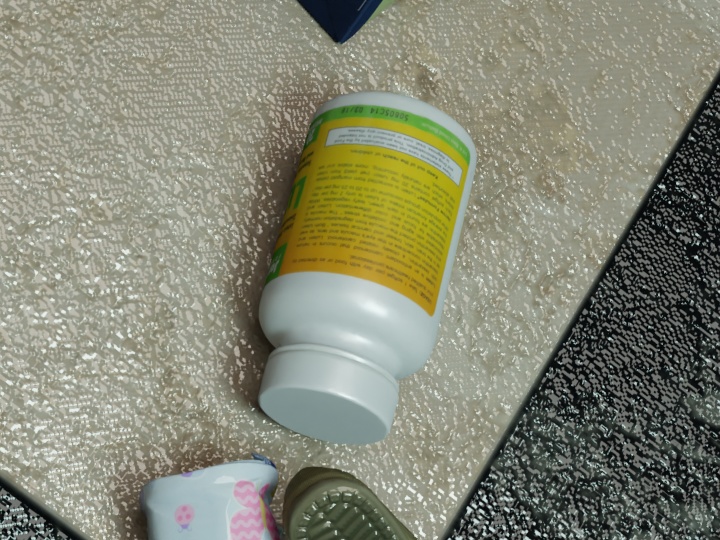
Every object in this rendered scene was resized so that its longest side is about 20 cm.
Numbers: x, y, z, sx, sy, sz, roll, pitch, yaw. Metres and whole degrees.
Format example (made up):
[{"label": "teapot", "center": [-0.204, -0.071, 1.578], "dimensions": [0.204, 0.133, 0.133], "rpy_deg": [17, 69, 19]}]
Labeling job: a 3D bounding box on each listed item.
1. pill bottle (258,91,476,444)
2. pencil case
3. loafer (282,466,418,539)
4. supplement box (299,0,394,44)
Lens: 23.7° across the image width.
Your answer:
[{"label": "pill bottle", "center": [0.000, 0.000, 1.063], "dimensions": [0.111, 0.111, 0.201], "rpy_deg": [21, 63, -13]}, {"label": "pencil case", "center": [-0.073, 0.208, 0.969], "dimensions": [0.083, 0.091, 0.201], "rpy_deg": [-13, 70, 11]}, {"label": "loafer", "center": [0.017, 0.184, 0.994], "dimensions": [0.076, 0.067, 0.200], "rpy_deg": [-28, 119, -1]}, {"label": "supplement box", "center": [0.006, -0.307, 1.174], "dimensions": [0.200, 0.134, 0.200], "rpy_deg": [48, 61, 2]}]
